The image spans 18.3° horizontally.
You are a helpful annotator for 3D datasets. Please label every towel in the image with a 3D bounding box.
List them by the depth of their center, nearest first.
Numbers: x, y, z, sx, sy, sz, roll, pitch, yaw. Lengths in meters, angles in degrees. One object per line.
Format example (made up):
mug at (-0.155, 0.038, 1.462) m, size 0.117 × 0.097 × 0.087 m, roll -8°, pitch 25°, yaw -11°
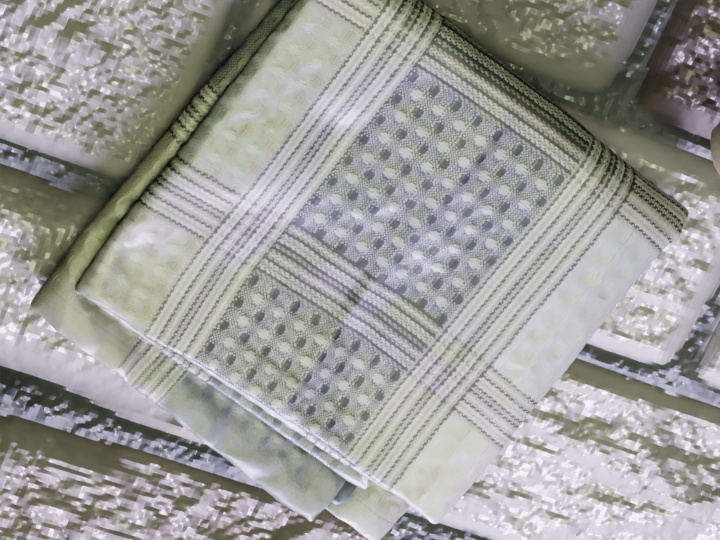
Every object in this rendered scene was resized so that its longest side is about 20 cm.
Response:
towel at (0.000, 0.000, 0.890) m, size 0.192 × 0.035 × 0.200 m, roll 36°, pitch 105°, yaw -21°

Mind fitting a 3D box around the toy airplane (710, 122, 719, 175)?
toy airplane at (0.241, -0.020, 0.859) m, size 0.199 × 0.141 × 0.201 m, roll -38°, pitch 103°, yaw -25°
